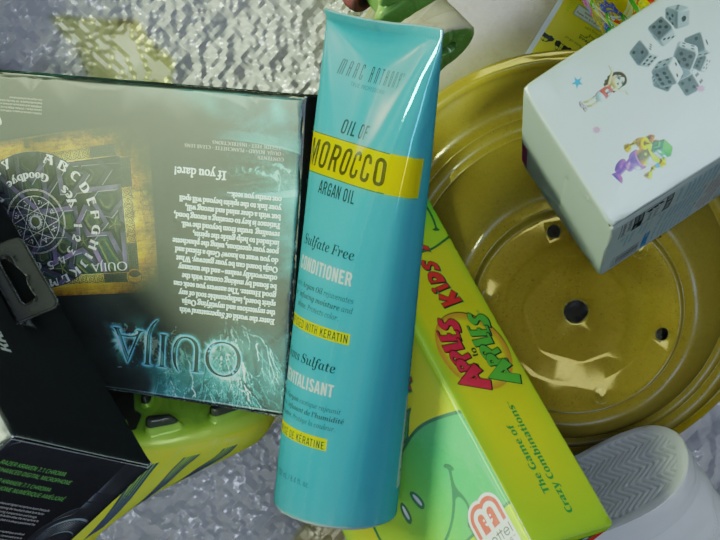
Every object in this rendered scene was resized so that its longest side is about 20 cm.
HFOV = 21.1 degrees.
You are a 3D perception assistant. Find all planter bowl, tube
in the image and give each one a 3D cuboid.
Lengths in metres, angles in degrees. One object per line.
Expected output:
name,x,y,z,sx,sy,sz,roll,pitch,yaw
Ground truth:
planter bowl,0.093,0.008,0.862,0.200,0.083,0.201,1,106,3
tube,0.000,0.000,0.769,0.050,0.077,0.201,-4,105,-41

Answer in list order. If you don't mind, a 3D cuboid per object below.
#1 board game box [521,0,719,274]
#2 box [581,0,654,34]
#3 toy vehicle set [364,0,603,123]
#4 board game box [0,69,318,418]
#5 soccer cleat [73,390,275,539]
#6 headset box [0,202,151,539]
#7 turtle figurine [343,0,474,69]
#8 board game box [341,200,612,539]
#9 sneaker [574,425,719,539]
board game box,0.159,-0.085,0.738,0.200,0.148,0.064,-33,83,0
box,0.180,-0.203,0.792,0.192,0.200,0.122,-31,83,-11
toy vehicle set,0.105,-0.096,0.904,0.200,0.027,0.124,33,91,-7
board game box,-0.110,-0.016,0.842,0.199,0.028,0.136,7,98,24
soccer cleat,-0.131,0.098,0.891,0.200,0.065,0.084,-20,124,-7
headset box,-0.206,0.062,0.795,0.200,0.093,0.174,-43,61,14
turtle figurine,-0.047,-0.162,0.817,0.194,0.200,0.144,54,132,20
board game box,0.016,0.051,0.827,0.048,0.102,0.200,-9,61,-39
sneaker,0.085,0.153,0.898,0.200,0.074,0.116,-23,131,23
